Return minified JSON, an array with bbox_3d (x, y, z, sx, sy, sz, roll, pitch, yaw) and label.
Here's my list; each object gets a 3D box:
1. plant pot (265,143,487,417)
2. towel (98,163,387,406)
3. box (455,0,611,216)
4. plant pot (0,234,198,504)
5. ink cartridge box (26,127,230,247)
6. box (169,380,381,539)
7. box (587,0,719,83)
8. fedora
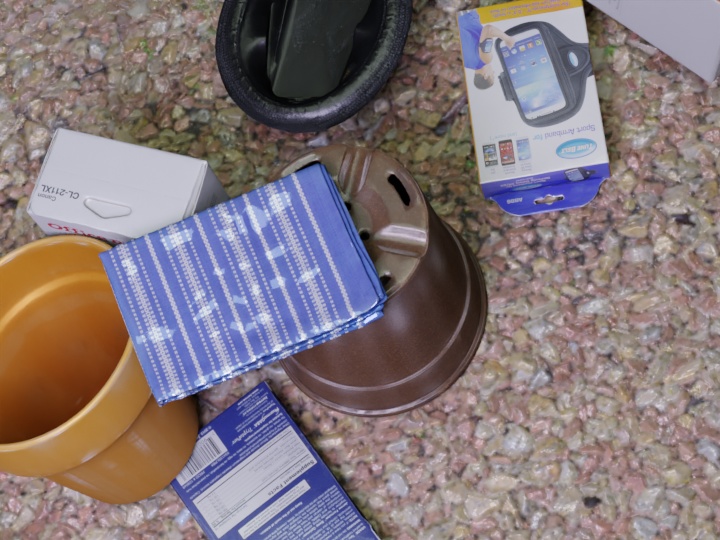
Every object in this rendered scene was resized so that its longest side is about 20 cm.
[{"bbox_3d":[0.000,0.000,1.650,0.198,0.198,0.202,-3,69,9],"label":"plant pot"},{"bbox_3d":[-0.092,0.008,1.535,0.198,0.024,0.146,-22,66,-4],"label":"towel"},{"bbox_3d":[0.157,-0.150,1.762,0.118,0.042,0.202,-10,66,7],"label":"box"},{"bbox_3d":[-0.232,0.103,1.648,0.198,0.184,0.202,-13,53,18],"label":"plant pot"},{"bbox_3d":[-0.183,-0.036,1.697,0.144,0.200,0.084,13,72,15],"label":"ink cartridge box"},{"bbox_3d":[-0.072,0.208,1.674,0.121,0.032,0.200,-36,65,-4],"label":"box"},{"bbox_3d":[0.278,-0.283,1.741,0.199,0.098,0.124,37,61,20],"label":"box"},{"bbox_3d":[-0.035,-0.213,1.793,0.198,0.092,0.203,-3,75,13],"label":"fedora"}]
